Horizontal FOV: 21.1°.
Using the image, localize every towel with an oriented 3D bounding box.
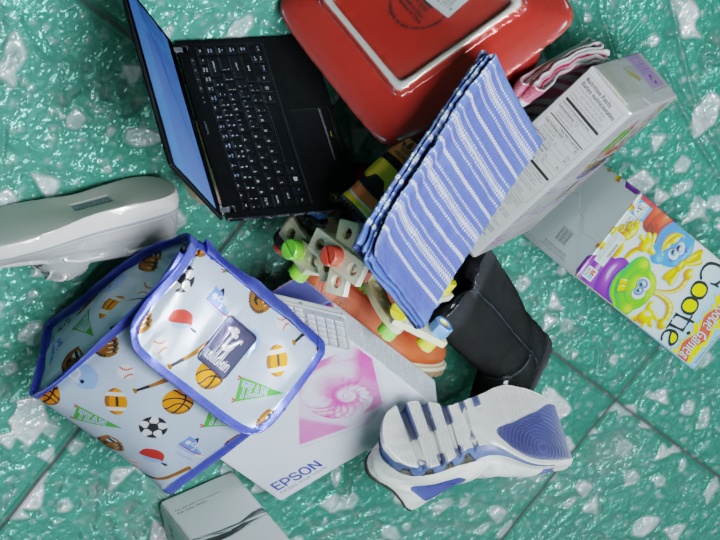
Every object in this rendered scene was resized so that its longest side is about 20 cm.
[{"bbox_3d":[0.123,-0.122,1.703,0.200,0.030,0.146,-44,173,38],"label":"towel"},{"bbox_3d":[0.076,-0.061,1.557,0.200,0.024,0.145,-56,146,-13],"label":"towel"}]

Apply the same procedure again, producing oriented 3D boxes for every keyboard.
[{"bbox_3d":[-0.105,0.032,1.685,0.056,0.199,0.011,86,21,-51],"label":"keyboard"}]

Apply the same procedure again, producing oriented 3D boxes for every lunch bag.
[{"bbox_3d":[-0.154,0.073,1.650,0.200,0.124,0.170,-36,121,24],"label":"lunch bag"}]

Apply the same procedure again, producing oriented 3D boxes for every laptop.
[{"bbox_3d":[-0.095,-0.141,1.574,0.199,0.178,0.103,-6,154,-25],"label":"laptop"}]

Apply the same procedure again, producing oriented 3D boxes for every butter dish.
[{"bbox_3d":[0.066,-0.194,1.663,0.199,0.200,0.148,-36,149,-3],"label":"butter dish"}]

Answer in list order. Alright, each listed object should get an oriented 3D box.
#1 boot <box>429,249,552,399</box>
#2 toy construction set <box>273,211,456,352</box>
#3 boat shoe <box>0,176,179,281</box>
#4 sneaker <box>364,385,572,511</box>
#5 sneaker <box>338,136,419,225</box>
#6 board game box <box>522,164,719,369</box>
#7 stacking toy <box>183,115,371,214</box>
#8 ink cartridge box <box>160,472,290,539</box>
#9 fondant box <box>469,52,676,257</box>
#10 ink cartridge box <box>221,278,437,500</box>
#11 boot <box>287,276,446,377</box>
[{"bbox_3d":[0.109,0.083,1.822,0.200,0.065,0.165,53,52,-56],"label":"boot"},{"bbox_3d":[0.000,0.000,1.667,0.092,0.131,0.200,-40,153,12],"label":"toy construction set"},{"bbox_3d":[-0.248,-0.025,1.642,0.199,0.072,0.069,-19,123,-28],"label":"boat shoe"},{"bbox_3d":[0.085,0.167,1.791,0.199,0.081,0.115,0,153,-27],"label":"sneaker"},{"bbox_3d":[0.061,-0.058,1.617,0.090,0.070,0.200,-49,156,11],"label":"sneaker"},{"bbox_3d":[0.274,-0.008,1.893,0.200,0.105,0.103,35,95,-36],"label":"board game box"},{"bbox_3d":[-0.056,-0.085,1.706,0.199,0.085,0.086,10,110,-38],"label":"stacking toy"},{"bbox_3d":[-0.103,0.303,1.801,0.083,0.200,0.147,-22,124,-19],"label":"ink cartridge box"},{"bbox_3d":[0.177,-0.105,1.736,0.200,0.058,0.144,-42,172,26],"label":"fondant box"},{"bbox_3d":[-0.064,0.113,1.771,0.196,0.043,0.200,-32,131,25],"label":"ink cartridge box"},{"bbox_3d":[0.021,0.030,1.804,0.200,0.075,0.108,28,92,-37],"label":"boot"}]
